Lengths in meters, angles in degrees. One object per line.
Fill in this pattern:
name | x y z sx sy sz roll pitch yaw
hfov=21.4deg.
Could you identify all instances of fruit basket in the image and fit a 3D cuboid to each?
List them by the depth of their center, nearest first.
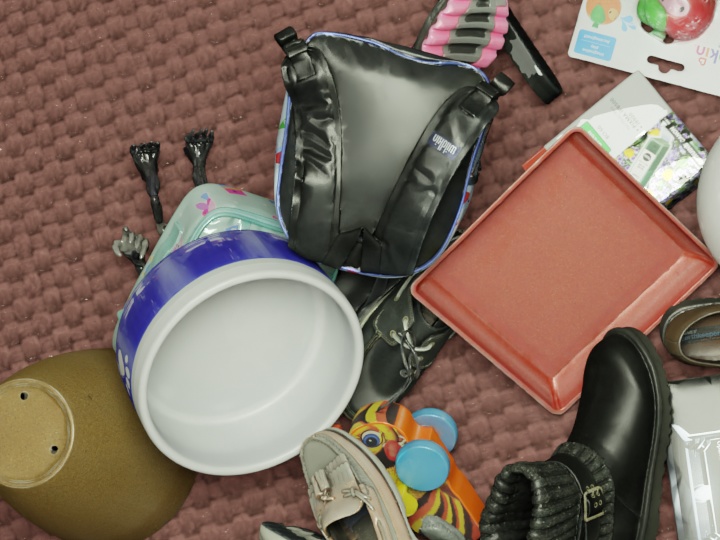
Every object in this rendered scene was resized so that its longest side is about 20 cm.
fruit basket | 0.294 -0.264 1.679 0.185 0.094 0.201 17 89 15

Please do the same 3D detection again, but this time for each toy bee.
toy bee | 0.030 0.152 1.658 0.108 0.131 0.201 -14 94 20

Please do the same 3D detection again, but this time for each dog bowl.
dog bowl | -0.103 0.069 1.612 0.200 0.200 0.079 -43 38 3

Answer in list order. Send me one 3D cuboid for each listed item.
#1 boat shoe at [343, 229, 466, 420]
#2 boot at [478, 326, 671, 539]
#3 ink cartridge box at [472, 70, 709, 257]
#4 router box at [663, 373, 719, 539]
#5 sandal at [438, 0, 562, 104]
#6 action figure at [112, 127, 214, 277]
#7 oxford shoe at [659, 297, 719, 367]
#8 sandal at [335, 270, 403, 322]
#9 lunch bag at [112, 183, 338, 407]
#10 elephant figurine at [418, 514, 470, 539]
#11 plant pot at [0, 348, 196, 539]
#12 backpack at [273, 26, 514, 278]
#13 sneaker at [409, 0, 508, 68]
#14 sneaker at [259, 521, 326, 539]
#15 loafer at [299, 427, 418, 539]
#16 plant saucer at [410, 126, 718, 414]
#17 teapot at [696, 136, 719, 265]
boat shoe | 0.045 0.050 1.694 0.072 0.068 0.200 36 92 -7
boot | 0.178 0.152 1.593 0.079 0.157 0.212 -3 87 55
ink cartridge box | 0.203 -0.070 1.690 0.200 0.050 0.109 -39 76 4
router box | 0.342 0.184 1.617 0.157 0.052 0.201 -8 79 11
sandal | 0.108 -0.229 1.726 0.048 0.075 0.201 -36 75 15
action figure | -0.167 -0.025 1.744 0.118 0.102 0.201 -8 78 0
oxford shoe | 0.357 0.050 1.611 0.199 0.084 0.073 -14 99 6
sandal | 0.000 0.001 1.729 0.076 0.043 0.201 31 89 15
lunch bag | -0.122 0.030 1.677 0.200 0.160 0.077 -62 36 17
elephant figurine | 0.080 0.339 1.621 0.200 0.141 0.155 -53 43 20
plant pot | -0.261 0.150 1.686 0.186 0.200 0.187 -2 80 14
backpack | 0.012 -0.092 1.597 0.199 0.154 0.191 15 92 6
sneaker | 0.061 -0.184 1.703 0.201 0.079 0.095 -64 34 22
sneaker | -0.033 0.280 1.641 0.077 0.200 0.080 12 95 -27
loafer | 0.002 0.214 1.574 0.200 0.063 0.072 56 129 25
plant saucer | 0.172 -0.002 1.635 0.200 0.037 0.200 -45 116 12
teapot | 0.377 -0.080 1.573 0.197 0.146 0.200 -12 54 -12
